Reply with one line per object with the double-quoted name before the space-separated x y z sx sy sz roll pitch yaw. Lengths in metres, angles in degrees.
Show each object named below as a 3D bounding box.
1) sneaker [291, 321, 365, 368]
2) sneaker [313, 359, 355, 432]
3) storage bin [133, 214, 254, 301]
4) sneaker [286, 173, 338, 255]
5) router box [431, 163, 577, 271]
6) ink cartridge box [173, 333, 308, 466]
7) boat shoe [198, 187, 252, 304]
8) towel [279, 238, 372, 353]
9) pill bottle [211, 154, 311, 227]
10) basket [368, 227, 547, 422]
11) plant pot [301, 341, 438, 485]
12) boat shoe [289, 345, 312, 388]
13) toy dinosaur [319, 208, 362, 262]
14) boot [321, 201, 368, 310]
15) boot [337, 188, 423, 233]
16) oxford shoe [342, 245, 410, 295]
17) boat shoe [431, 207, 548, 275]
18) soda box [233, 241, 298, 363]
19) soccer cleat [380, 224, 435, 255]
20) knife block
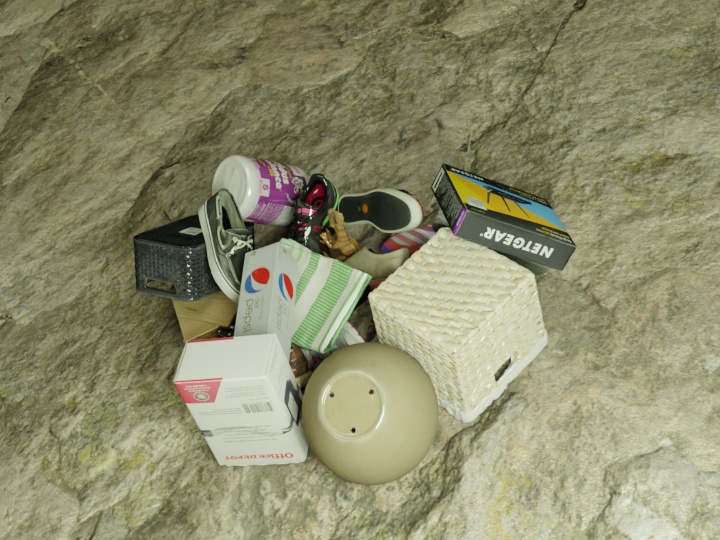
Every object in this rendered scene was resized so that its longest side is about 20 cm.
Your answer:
"sneaker" -0.064 0.122 1.623 0.198 0.082 0.089 17 59 39
"sneaker" -0.024 0.212 1.518 0.088 0.075 0.200 -39 51 -13
"storage bin" -0.284 -0.026 1.761 0.133 0.095 0.199 11 19 27
"sneaker" -0.094 -0.076 1.724 0.075 0.084 0.203 5 64 17
"router box" 0.219 -0.082 1.569 0.197 0.052 0.150 16 29 -22
"ink cartridge box" -0.167 0.194 1.499 0.142 0.202 0.085 -5 43 15
"boat shoe" -0.210 -0.041 1.658 0.064 0.070 0.202 -39 62 33
"towel" -0.090 0.039 1.615 0.198 0.023 0.154 21 77 38
"pill bottle" -0.156 -0.136 1.808 0.111 0.198 0.114 -4 84 43
"basket" 0.146 0.077 1.527 0.198 0.162 0.199 -41 50 -21
"plant pot" 0.002 0.191 1.406 0.197 0.134 0.204 -3 77 12
"boat shoe" -0.169 0.163 1.599 0.197 0.069 0.072 -14 6 19
"toy dinosaur" -0.012 -0.027 1.681 0.105 0.200 0.061 3 64 39
"boot" -0.047 -0.016 1.750 0.187 0.069 0.199 -36 49 -20
"boot" 0.073 -0.109 1.741 0.143 0.074 0.199 -8 11 -35
"oxford shoe" 0.000 0.000 1.642 0.197 0.070 0.076 -2 81 30
"boat shoe" 0.215 -0.054 1.639 0.199 0.075 0.065 24 70 3
"soda box" -0.145 0.059 1.568 0.067 0.064 0.202 -17 48 24
"soccer cleat" 0.130 -0.033 1.707 0.196 0.067 0.077 -7 50 10
"knife block" -0.219 0.074 1.728 0.173 0.064 0.201 -24 44 -5
